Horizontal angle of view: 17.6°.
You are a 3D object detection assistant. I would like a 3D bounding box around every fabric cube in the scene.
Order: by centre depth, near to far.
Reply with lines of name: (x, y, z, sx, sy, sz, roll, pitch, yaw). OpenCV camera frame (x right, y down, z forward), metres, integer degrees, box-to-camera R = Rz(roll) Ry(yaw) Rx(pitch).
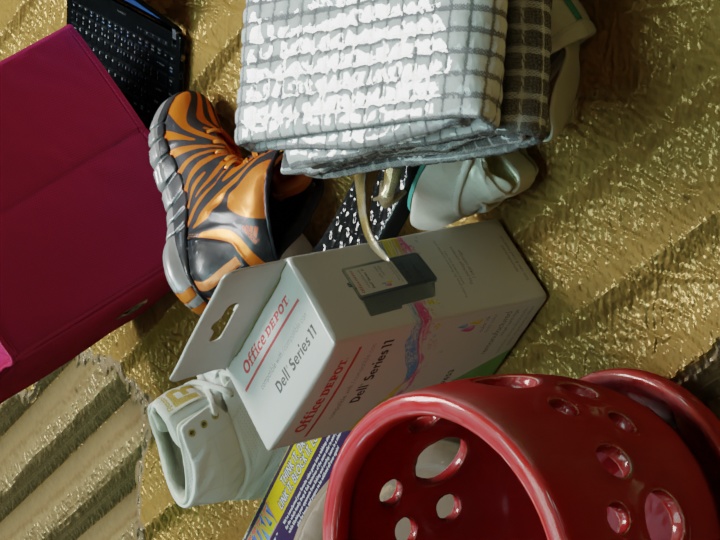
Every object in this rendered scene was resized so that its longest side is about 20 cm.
fabric cube: (-0.263, -0.025, 1.717, 0.200, 0.199, 0.196, 54, 145, 2)

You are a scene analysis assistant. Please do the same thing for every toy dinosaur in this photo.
toy dinosaur: (0.008, -0.082, 1.402, 0.101, 0.058, 0.200, 105, 179, -64)

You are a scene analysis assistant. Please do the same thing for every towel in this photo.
towel: (0.022, -0.141, 1.306, 0.200, 0.085, 0.166, -6, 77, 46)

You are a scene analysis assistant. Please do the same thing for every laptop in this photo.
laptop: (-0.217, -0.170, 1.745, 0.177, 0.103, 0.200, 32, 125, 49)

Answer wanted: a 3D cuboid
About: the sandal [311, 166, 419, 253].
sandal: (0.000, 0.000, 1.523, 0.200, 0.045, 0.075, -60, 40, 25)

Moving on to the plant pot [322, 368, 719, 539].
plant pot: (0.108, 0.152, 1.268, 0.200, 0.182, 0.201, 12, 106, 50)

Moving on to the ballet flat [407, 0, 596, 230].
ballet flat: (0.083, -0.084, 1.364, 0.069, 0.069, 0.200, 54, 139, 32)

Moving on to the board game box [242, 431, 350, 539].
board game box: (0.002, 0.190, 1.562, 0.165, 0.057, 0.200, 60, 143, 30)

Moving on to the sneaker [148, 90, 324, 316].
sneaker: (-0.080, -0.066, 1.607, 0.112, 0.078, 0.200, -34, 46, 24)

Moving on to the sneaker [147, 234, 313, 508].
sneaker: (-0.088, 0.073, 1.610, 0.074, 0.115, 0.200, 27, 119, 52)

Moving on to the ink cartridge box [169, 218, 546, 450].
ink cartridge box: (-0.002, 0.041, 1.394, 0.067, 0.200, 0.117, 60, 142, 26)

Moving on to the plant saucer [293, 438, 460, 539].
plant saucer: (0.037, 0.188, 1.428, 0.200, 0.029, 0.200, -10, 67, 24)
